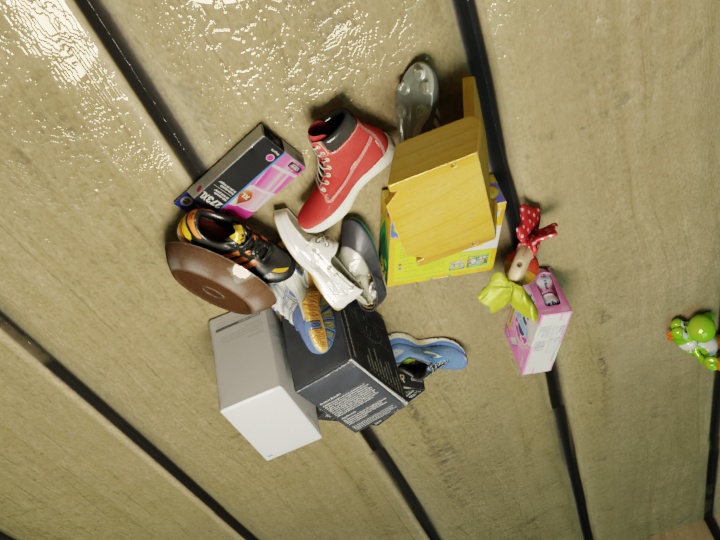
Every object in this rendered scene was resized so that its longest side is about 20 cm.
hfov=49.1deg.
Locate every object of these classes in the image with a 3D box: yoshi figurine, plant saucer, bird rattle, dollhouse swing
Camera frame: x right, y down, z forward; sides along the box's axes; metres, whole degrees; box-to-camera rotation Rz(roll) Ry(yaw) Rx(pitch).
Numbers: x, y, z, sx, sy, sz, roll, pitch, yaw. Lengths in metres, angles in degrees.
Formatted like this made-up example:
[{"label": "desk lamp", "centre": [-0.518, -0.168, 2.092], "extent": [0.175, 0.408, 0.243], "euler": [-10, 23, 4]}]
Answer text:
[{"label": "yoshi figurine", "centre": [0.782, 0.157, 1.783], "extent": [0.198, 0.113, 0.113], "euler": [26, 108, -35]}, {"label": "plant saucer", "centre": [-0.230, 0.022, 1.262], "extent": [0.198, 0.037, 0.201], "euler": [21, 160, 8]}, {"label": "bird rattle", "centre": [0.284, -0.016, 1.417], "extent": [0.111, 0.203, 0.163], "euler": [14, 180, 11]}, {"label": "dollhouse swing", "centre": [0.117, -0.154, 1.165], "extent": [0.179, 0.178, 0.201], "euler": [-19, 145, 6]}]

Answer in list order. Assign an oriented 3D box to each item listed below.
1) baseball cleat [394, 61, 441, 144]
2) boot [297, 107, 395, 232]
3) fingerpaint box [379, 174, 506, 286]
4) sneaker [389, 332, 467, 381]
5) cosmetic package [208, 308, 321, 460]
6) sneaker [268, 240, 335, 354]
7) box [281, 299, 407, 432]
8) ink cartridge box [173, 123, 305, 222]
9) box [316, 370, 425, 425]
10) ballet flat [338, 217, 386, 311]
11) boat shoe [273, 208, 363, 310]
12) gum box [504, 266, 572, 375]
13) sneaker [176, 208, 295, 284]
[{"label": "baseball cleat", "centre": [0.097, -0.219, 1.188], "extent": [0.106, 0.069, 0.203], "euler": [-29, 136, -45]}, {"label": "boot", "centre": [-0.058, -0.150, 1.182], "extent": [0.200, 0.073, 0.143], "euler": [-47, 142, 20]}, {"label": "fingerpaint box", "centre": [0.134, -0.068, 1.346], "extent": [0.196, 0.074, 0.168], "euler": [-10, 139, -9]}, {"label": "sneaker", "centre": [0.134, 0.189, 1.611], "extent": [0.197, 0.090, 0.079], "euler": [7, 135, -25]}, {"label": "cosmetic package", "centre": [-0.173, 0.200, 1.440], "extent": [0.121, 0.202, 0.200], "euler": [-21, 139, 6]}, {"label": "sneaker", "centre": [-0.109, 0.054, 1.319], "extent": [0.087, 0.203, 0.075], "euler": [-30, 160, 26]}, {"label": "box", "centre": [-0.032, 0.149, 1.419], "extent": [0.123, 0.202, 0.197], "euler": [-29, 137, 15]}, {"label": "ink cartridge box", "centre": [-0.186, -0.130, 1.207], "extent": [0.199, 0.037, 0.094], "euler": [-35, 136, 23]}, {"label": "box", "centre": [0.018, 0.264, 1.659], "extent": [0.158, 0.044, 0.200], "euler": [11, 143, -27]}, {"label": "ballet flat", "centre": [0.000, 0.000, 1.364], "extent": [0.072, 0.074, 0.201], "euler": [-18, 136, 2]}, {"label": "boat shoe", "centre": [-0.066, -0.030, 1.293], "extent": [0.069, 0.071, 0.201], "euler": [-31, 112, 15]}, {"label": "gum box", "centre": [0.350, 0.099, 1.564], "extent": [0.065, 0.115, 0.202], "euler": [-7, 138, -10]}, {"label": "sneaker", "centre": [-0.184, -0.037, 1.219], "extent": [0.198, 0.071, 0.090], "euler": [24, 159, -18]}]
